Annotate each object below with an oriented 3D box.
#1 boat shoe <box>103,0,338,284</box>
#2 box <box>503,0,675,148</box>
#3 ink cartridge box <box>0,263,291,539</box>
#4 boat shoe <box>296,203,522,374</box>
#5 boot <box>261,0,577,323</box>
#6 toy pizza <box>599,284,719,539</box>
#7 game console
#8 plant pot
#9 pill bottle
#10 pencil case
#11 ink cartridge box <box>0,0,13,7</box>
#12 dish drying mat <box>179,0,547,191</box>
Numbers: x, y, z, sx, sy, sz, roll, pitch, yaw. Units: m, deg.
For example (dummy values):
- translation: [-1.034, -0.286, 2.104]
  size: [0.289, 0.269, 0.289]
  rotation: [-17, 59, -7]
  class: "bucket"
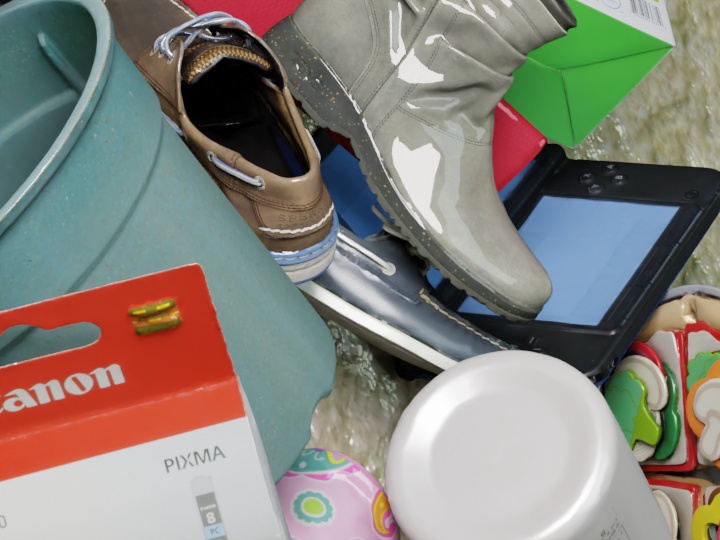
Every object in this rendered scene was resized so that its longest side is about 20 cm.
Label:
- translation: [-0.068, -0.085, 1.330]
  size: [0.072, 0.073, 0.200]
  rotation: [-23, 54, -27]
  class: "boat shoe"
- translation: [0.054, -0.188, 1.486]
  size: [0.200, 0.097, 0.177]
  rotation: [20, 41, -30]
  class: "box"
- translation: [-0.116, 0.099, 1.146]
  size: [0.047, 0.160, 0.200]
  rotation: [-105, 180, -47]
  class: "ink cartridge box"
- translation: [0.000, 0.000, 1.377]
  size: [0.200, 0.075, 0.062]
  rotation: [27, 82, 0]
  class: "boat shoe"
- translation: [0.056, -0.083, 1.336]
  size: [0.200, 0.131, 0.068]
  rotation: [50, 14, 3]
  class: "boot"
- translation: [0.175, 0.108, 1.448]
  size: [0.032, 0.200, 0.201]
  rotation: [-5, 76, -30]
  class: "toy pizza"
- translation: [0.078, -0.041, 1.481]
  size: [0.200, 0.170, 0.119]
  rotation: [-51, 135, -42]
  class: "game console"
- translation: [-0.125, 0.014, 1.220]
  size: [0.196, 0.200, 0.201]
  rotation: [46, 47, -30]
  class: "plant pot"
- translation: [0.093, 0.133, 1.371]
  size: [0.200, 0.114, 0.115]
  rotation: [58, 34, -54]
  class: "pill bottle"
- translation: [-0.060, 0.167, 1.279]
  size: [0.088, 0.087, 0.200]
  rotation: [53, 48, -13]
  class: "pencil case"
- translation: [-0.191, -0.221, 1.226]
  size: [0.165, 0.075, 0.201]
  rotation: [2, 68, -59]
  class: "ink cartridge box"
- translation: [-0.002, -0.105, 1.398]
  size: [0.200, 0.077, 0.018]
  rotation: [41, 25, -15]
  class: "dish drying mat"
